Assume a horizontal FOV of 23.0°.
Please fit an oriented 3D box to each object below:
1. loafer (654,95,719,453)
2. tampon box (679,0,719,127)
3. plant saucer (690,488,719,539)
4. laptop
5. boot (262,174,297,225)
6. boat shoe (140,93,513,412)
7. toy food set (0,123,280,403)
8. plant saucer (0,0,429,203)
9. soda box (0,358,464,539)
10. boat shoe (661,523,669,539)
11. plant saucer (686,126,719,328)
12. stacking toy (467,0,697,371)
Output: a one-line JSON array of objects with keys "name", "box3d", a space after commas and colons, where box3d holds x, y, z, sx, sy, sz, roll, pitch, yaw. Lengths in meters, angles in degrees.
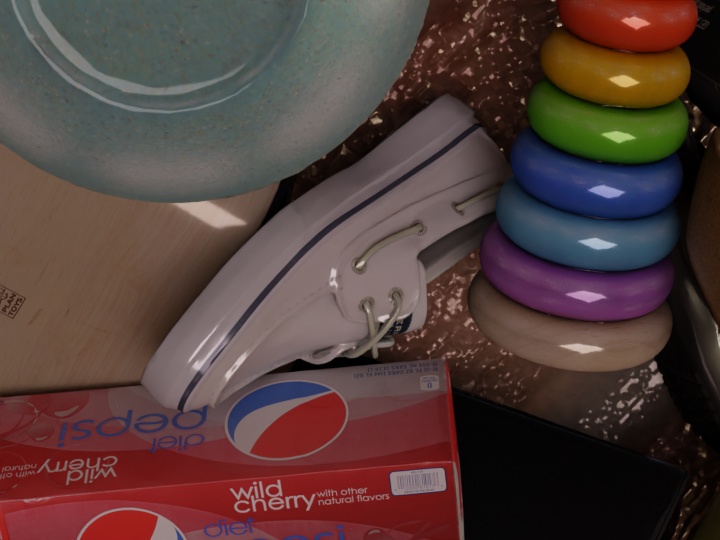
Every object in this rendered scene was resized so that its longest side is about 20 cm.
[{"name": "loafer", "box3d": [0.154, -0.013, 0.796, 0.071, 0.073, 0.201, -29, 116, -11]}, {"name": "tampon box", "box3d": [0.238, -0.117, 0.726, 0.126, 0.150, 0.200, 42, 98, -18]}, {"name": "plant saucer", "box3d": [0.173, 0.149, 0.808, 0.031, 0.200, 0.201, 23, 107, 26]}, {"name": "laptop", "box3d": [0.016, 0.163, 0.757, 0.186, 0.116, 0.201, 18, 109, 23]}, {"name": "boot", "box3d": [-0.101, -0.083, 0.723, 0.199, 0.075, 0.097, 14, 103, -15]}, {"name": "boat shoe", "box3d": [0.000, 0.000, 0.717, 0.067, 0.074, 0.200, 43, 59, 8]}, {"name": "toy food set", "box3d": [-0.142, -0.004, 0.736, 0.143, 0.061, 0.200, 29, 118, -13]}, {"name": "plant saucer", "box3d": [-0.071, -0.113, 0.628, 0.200, 0.039, 0.202, 0, 112, -1]}, {"name": "soda box", "box3d": [-0.059, 0.087, 0.712, 0.199, 0.070, 0.064, -5, 124, 2]}, {"name": "boat shoe", "box3d": [0.123, 0.176, 0.849, 0.066, 0.074, 0.200, -27, 122, -30]}, {"name": "plant saucer", "box3d": [0.181, 0.036, 0.693, 0.035, 0.200, 0.200, -34, 111, 18]}, {"name": "stacking toy", "box3d": [0.094, -0.065, 0.689, 0.085, 0.085, 0.201, 2, 115, -10]}]
